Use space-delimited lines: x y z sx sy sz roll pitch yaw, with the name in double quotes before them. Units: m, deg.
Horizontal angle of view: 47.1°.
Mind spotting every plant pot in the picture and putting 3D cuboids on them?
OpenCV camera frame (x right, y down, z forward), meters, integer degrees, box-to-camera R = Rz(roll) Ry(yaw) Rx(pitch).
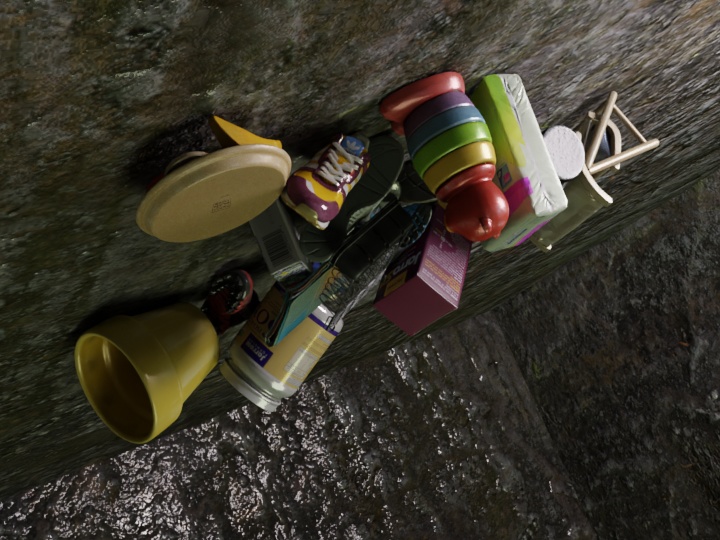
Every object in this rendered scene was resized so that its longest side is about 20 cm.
"plant pot" -0.341 0.151 1.378 0.188 0.203 0.200 -34 178 -45

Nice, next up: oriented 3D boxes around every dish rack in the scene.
"dish rack" 0.000 0.000 1.222 0.153 0.054 0.201 -41 168 -33

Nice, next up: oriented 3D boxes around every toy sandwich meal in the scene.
"toy sandwich meal" -0.164 -0.102 0.922 0.201 0.071 0.206 -24 165 -7

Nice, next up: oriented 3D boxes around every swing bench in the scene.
"swing bench" 0.378 -0.168 1.438 0.200 0.130 0.199 -43 178 -31

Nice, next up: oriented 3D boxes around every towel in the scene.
"towel" -0.061 0.022 1.241 0.200 0.022 0.148 -42 168 -38

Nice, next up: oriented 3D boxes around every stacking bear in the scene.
"stacking bear" 0.119 -0.131 1.031 0.112 0.204 0.121 -26 168 11

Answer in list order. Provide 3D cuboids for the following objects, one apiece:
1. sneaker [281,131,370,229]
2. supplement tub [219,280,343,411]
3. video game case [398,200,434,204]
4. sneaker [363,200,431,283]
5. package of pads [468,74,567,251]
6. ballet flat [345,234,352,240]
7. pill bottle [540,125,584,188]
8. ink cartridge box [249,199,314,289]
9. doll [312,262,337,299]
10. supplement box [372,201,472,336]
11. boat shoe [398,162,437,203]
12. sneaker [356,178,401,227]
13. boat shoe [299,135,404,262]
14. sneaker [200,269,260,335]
"sneaker" -0.035 -0.120 0.997 0.091 0.074 0.201 -51 -172 21
"supplement tub" -0.138 0.126 1.437 0.202 0.144 0.145 -53 168 -1
"video game case" 0.115 -0.142 1.436 0.140 0.019 0.200 -20 166 -27
"sneaker" 0.057 -0.060 1.446 0.200 0.076 0.086 -42 171 32
"package of pads" 0.193 -0.143 1.133 0.067 0.205 0.155 -12 166 -20
"ballet flat" 0.009 -0.042 1.533 0.074 0.076 0.198 -33 168 37
"pill bottle" 0.273 -0.164 1.348 0.110 0.114 0.199 -19 179 -23
"ink cartridge box" -0.112 -0.034 1.205 0.049 0.111 0.200 -23 169 0
"doll" -0.084 0.007 1.472 0.134 0.050 0.200 13 167 25
"supplement box" 0.116 -0.006 1.486 0.130 0.103 0.202 -35 -154 41
"boat shoe" 0.149 -0.158 1.299 0.196 0.077 0.074 -24 172 -3
"sneaker" 0.005 -0.105 1.262 0.084 0.079 0.201 -16 157 -10
"boat shoe" -0.013 -0.102 1.148 0.204 0.074 0.065 -54 -175 13
"sneaker" -0.215 0.044 1.438 0.097 0.072 0.201 -26 167 -32
